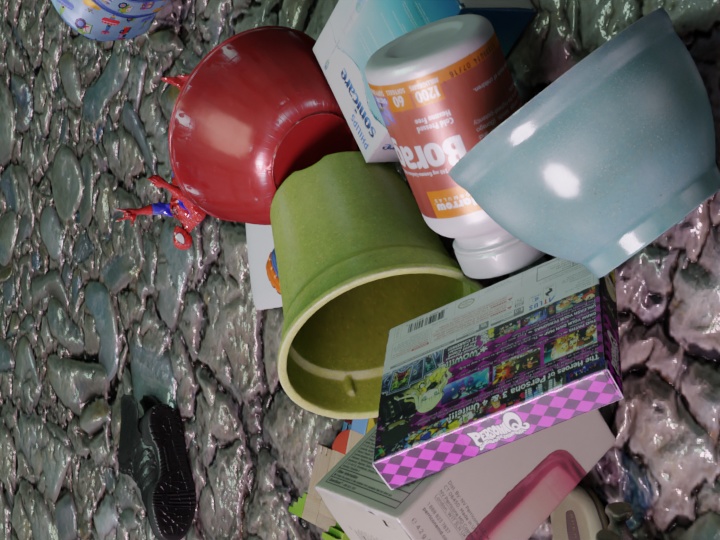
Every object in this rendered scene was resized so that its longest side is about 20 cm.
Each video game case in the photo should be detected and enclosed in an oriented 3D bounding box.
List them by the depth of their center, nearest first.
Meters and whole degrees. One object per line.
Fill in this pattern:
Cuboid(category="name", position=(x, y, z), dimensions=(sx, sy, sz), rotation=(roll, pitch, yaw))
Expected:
Cuboid(category="video game case", position=(0.108, 0.071, 1.367), dimensions=(0.200, 0.036, 0.181), rotation=(-24, 27, 19))

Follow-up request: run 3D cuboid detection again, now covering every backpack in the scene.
Cuboid(category="backpack", position=(-0.289, -0.373, 2.013), dimensions=(0.134, 0.182, 0.201), rotation=(-24, 86, 38))

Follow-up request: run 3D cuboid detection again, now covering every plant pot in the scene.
Cuboid(category="plant pot", position=(0.184, -0.080, 1.292), dimensions=(0.134, 0.200, 0.200), rotation=(53, 141, 4))
Cuboid(category="plant pot", position=(0.000, 0.000, 1.577), dimensions=(0.201, 0.200, 0.185), rotation=(-61, 36, 39))

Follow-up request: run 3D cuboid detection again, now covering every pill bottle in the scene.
Cuboid(category="pill bottle", position=(0.088, -0.100, 1.438), dimensions=(0.112, 0.112, 0.200), rotation=(9, 127, 57))

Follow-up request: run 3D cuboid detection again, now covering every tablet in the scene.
Cuboid(category="tablet", position=(-0.068, -0.031, 1.832), dimensions=(0.200, 0.014, 0.131), rotation=(-11, 83, 58))

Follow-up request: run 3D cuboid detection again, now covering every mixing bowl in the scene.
Cuboid(category="mixing bowl", position=(-0.072, -0.121, 1.663), dimensions=(0.108, 0.200, 0.201), rotation=(36, 121, 48))

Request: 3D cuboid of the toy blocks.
Cuboid(category="toy blocks", position=(0.018, 0.191, 1.657), dimensions=(0.200, 0.100, 0.137), rotation=(15, 93, 56))

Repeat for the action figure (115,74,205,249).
Cuboid(category="action figure", position=(-0.227, -0.122, 2.005), dimensions=(0.065, 0.099, 0.201), rotation=(3, 97, 59))

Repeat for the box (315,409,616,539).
Cuboid(category="box", position=(0.086, 0.157, 1.412), dimensions=(0.128, 0.200, 0.109), rotation=(11, 139, 57))

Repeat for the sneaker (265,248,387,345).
Cuboid(category="sneaker", position=(-0.028, 0.016, 1.698), dimensions=(0.200, 0.075, 0.079), rotation=(43, 136, 37))

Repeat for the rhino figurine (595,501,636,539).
Cuboid(category="rhino figurine", position=(0.244, 0.259, 1.315), dimensions=(0.200, 0.060, 0.088), rotation=(34, 140, 51))

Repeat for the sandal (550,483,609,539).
Cuboid(category="sandal", position=(0.176, 0.275, 1.427), dimensions=(0.080, 0.057, 0.202), rotation=(-32, 65, 54))

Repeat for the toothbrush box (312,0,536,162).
Cuboid(category="toothbrush box", position=(0.051, -0.214, 1.563), dimensions=(0.200, 0.085, 0.147), rotation=(-57, 47, 41))

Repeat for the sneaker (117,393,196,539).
Cuboid(category="sneaker", position=(-0.251, 0.237, 2.101), dimensions=(0.104, 0.060, 0.201), rotation=(-32, 60, 53))
